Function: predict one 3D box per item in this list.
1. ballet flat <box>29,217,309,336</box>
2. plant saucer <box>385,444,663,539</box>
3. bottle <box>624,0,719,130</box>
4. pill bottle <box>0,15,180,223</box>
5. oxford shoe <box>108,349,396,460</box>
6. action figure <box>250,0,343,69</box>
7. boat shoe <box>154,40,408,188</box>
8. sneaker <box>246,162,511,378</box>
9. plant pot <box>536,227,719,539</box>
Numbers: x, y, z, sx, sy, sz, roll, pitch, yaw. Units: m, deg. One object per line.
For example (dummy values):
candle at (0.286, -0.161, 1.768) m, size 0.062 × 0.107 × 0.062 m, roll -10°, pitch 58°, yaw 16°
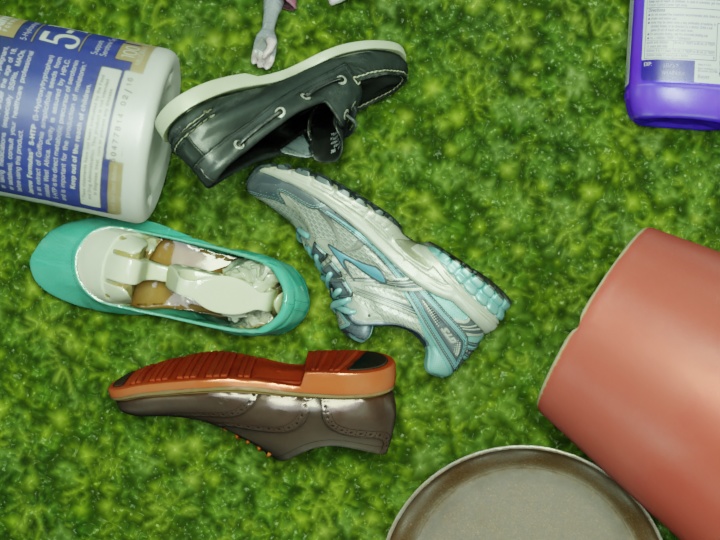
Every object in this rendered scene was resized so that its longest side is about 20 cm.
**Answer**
ballet flat at (-0.132, 0.002, 1.178) m, size 0.198 × 0.070 × 0.068 m, roll 10°, pitch 88°, yaw 2°
plant saucer at (0.111, 0.215, 1.170) m, size 0.198 × 0.032 × 0.202 m, roll 1°, pitch 95°, yaw 6°
bottle at (0.227, -0.199, 1.186) m, size 0.083 × 0.065 × 0.202 m, roll 3°, pitch 87°, yaw 0°
pill bottle at (-0.229, -0.108, 1.160) m, size 0.198 × 0.120 × 0.121 m, roll 11°, pitch 87°, yaw 1°
oxford shoe at (-0.074, 0.097, 1.175) m, size 0.198 × 0.071 × 0.073 m, roll 0°, pitch 105°, yaw 10°
action figure at (-0.068, -0.243, 1.194) m, size 0.199 × 0.134 × 0.150 m, roll 24°, pitch 45°, yaw -11°
boat shoe at (-0.038, -0.100, 1.145) m, size 0.198 × 0.075 × 0.066 m, roll -17°, pitch 70°, yaw -40°
sneaker at (0.000, 0.000, 1.174) m, size 0.199 × 0.078 × 0.087 m, roll 33°, pitch 91°, yaw 2°
plant pot at (0.223, 0.077, 1.119) m, size 0.177 × 0.200 × 0.201 m, roll 31°, pitch 88°, yaw 13°
